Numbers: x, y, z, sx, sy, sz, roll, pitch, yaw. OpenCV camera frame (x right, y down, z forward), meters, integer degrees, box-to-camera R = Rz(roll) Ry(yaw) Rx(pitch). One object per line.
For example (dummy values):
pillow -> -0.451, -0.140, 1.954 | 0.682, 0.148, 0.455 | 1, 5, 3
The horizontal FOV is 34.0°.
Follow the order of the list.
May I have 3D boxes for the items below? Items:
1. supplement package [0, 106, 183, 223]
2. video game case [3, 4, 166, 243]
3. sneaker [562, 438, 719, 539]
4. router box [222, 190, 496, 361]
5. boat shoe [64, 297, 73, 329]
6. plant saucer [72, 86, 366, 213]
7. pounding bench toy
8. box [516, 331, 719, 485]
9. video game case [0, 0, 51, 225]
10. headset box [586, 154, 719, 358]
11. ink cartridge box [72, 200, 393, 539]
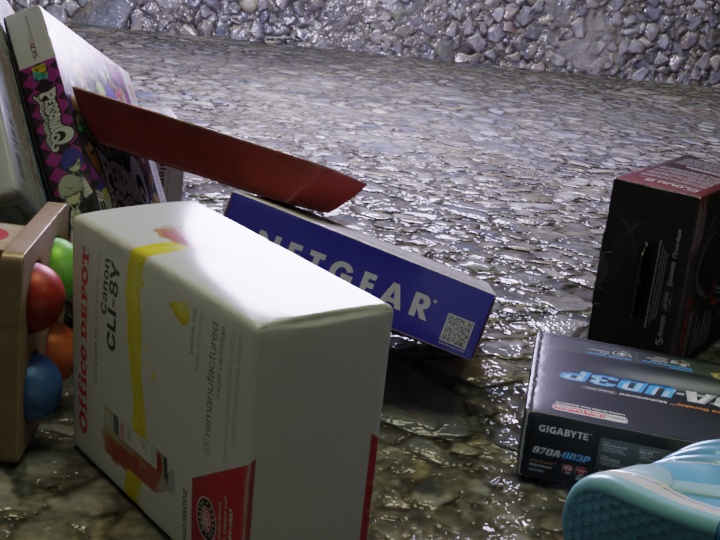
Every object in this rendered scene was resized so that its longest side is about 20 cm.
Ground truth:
supplement package -> -0.271, -0.093, 1.103 | 0.197, 0.119, 0.117 | 1, 16, -18
video game case -> -0.207, -0.094, 0.940 | 0.035, 0.184, 0.200 | -19, -8, 6
sneaker -> 0.217, 0.141, 0.599 | 0.129, 0.081, 0.199 | -12, 26, -43
router box -> 0.000, 0.000, 0.881 | 0.197, 0.050, 0.179 | 22, 3, 4
boat shoe -> -0.199, 0.023, 0.845 | 0.072, 0.066, 0.199 | 5, -3, -27
plant saucer -> -0.106, -0.087, 0.927 | 0.197, 0.037, 0.200 | 17, 3, 9
pounding bench toy -> -0.250, 0.016, 0.741 | 0.153, 0.126, 0.200 | 6, 17, -4
box -> 0.206, 0.101, 0.777 | 0.197, 0.047, 0.159 | 10, 17, 10
video game case -> -0.256, -0.119, 0.868 | 0.022, 0.203, 0.182 | -16, -13, -4
headset box -> 0.257, -0.007, 0.973 | 0.074, 0.151, 0.199 | 16, 18, 30
ink cartridge box -> -0.080, 0.060, 0.633 | 0.082, 0.148, 0.199 | -8, 22, -36
